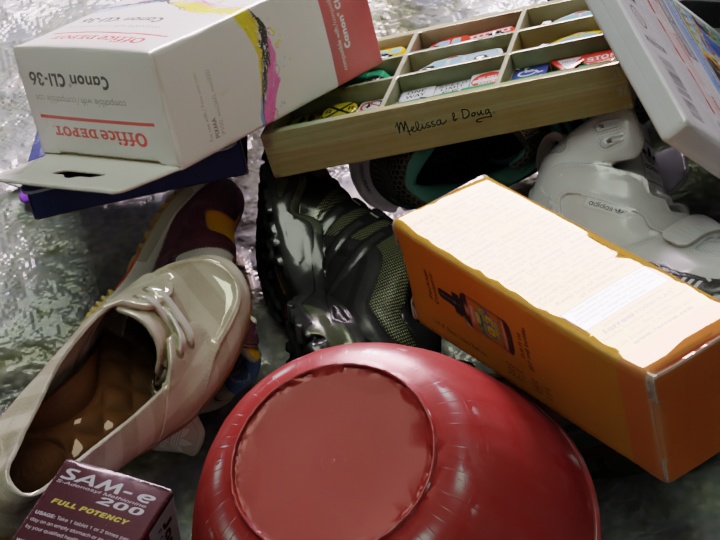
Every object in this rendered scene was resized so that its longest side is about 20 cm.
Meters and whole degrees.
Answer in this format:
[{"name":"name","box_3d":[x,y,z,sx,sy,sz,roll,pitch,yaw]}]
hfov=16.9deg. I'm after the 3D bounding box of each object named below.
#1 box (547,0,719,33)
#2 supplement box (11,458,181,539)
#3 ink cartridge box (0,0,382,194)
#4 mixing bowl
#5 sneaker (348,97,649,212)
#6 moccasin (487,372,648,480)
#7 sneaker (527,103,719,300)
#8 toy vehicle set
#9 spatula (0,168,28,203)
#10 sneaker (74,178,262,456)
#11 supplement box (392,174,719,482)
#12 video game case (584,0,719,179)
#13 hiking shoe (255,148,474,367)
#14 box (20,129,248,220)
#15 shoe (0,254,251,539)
[{"name":"box","box_3d":[0.216,-0.170,1.413,0.200,0.122,0.106,5,40,18]},{"name":"supplement box","box_3d":[-0.147,0.195,1.086,0.061,0.109,0.200,14,47,19]},{"name":"ink cartridge box","box_3d":[-0.100,-0.108,1.301,0.116,0.068,0.200,6,28,44]},{"name":"mixing bowl","box_3d":[0.002,0.109,1.110,0.200,0.108,0.200,-8,59,14]},{"name":"sneaker","box_3d":[0.095,-0.079,1.356,0.200,0.078,0.091,-25,14,-6]},{"name":"moccasin","box_3d":[0.110,0.066,1.213,0.201,0.074,0.078,-17,49,8]},{"name":"sneaker","box_3d":[0.159,-0.023,1.244,0.200,0.075,0.115,1,71,38]},{"name":"toy vehicle set","box_3d":[0.055,-0.104,1.318,0.200,0.027,0.124,-11,23,16]},{"name":"spatula","box_3d":[-0.241,-0.059,1.465,0.200,0.021,0.057,-3,35,10]},{"name":"sneaker","box_3d":[-0.089,0.027,1.307,0.090,0.075,0.200,24,43,5]},{"name":"supplement box","box_3d":[0.100,0.023,1.157,0.069,0.067,0.200,-31,38,-24]},{"name":"video game case","box_3d":[0.184,-0.090,1.269,0.018,0.200,0.143,-38,54,20]},{"name":"hiking shoe","box_3d":[0.000,0.000,1.319,0.101,0.076,0.200,-6,47,-11]},{"name":"box","box_3d":[-0.124,-0.074,1.371,0.121,0.032,0.200,-12,19,2]},{"name":"shoe","box_3d":[-0.116,0.057,1.186,0.070,0.053,0.200,41,56,4]}]
